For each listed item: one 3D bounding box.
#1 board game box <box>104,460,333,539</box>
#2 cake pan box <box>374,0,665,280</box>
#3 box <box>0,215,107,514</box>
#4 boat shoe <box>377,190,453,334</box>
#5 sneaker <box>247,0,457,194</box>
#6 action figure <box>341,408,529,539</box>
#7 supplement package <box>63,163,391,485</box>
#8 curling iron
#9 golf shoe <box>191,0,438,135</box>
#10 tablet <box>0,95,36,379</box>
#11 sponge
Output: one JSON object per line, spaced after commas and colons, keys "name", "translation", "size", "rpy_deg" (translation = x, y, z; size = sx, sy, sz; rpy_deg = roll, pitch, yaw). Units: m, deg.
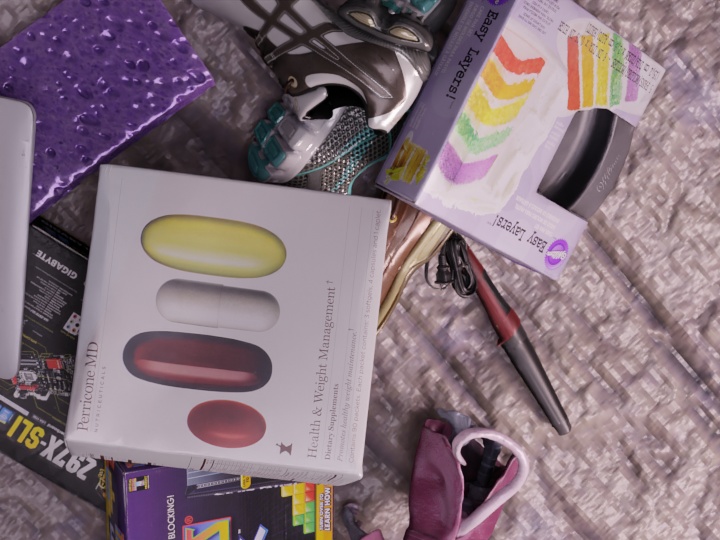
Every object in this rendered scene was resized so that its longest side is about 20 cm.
{"name": "board game box", "translation": [-0.104, 0.213, 1.634], "size": [0.164, 0.057, 0.201], "rpy_deg": [-10, 115, -22]}
{"name": "cake pan box", "translation": [0.120, -0.105, 1.581], "size": [0.200, 0.052, 0.185], "rpy_deg": [27, 92, -48]}
{"name": "box", "translation": [-0.205, 0.075, 1.615], "size": [0.199, 0.049, 0.160], "rpy_deg": [32, 99, -17]}
{"name": "boat shoe", "translation": [0.000, 0.000, 1.628], "size": [0.067, 0.072, 0.200], "rpy_deg": [36, 88, -12]}
{"name": "sneaker", "translation": [0.008, -0.129, 1.603], "size": [0.200, 0.078, 0.091], "rpy_deg": [-48, 124, 6]}
{"name": "action figure", "translation": [0.065, 0.215, 1.659], "size": [0.133, 0.149, 0.201], "rpy_deg": [25, 84, -22]}
{"name": "supplement package", "translation": [-0.093, 0.041, 1.503], "size": [0.199, 0.147, 0.193], "rpy_deg": [7, 81, -5]}
{"name": "curling iron", "translation": [0.108, 0.051, 1.678], "size": [0.050, 0.025, 0.200], "rpy_deg": [-51, 120, -32]}
{"name": "golf shoe", "translation": [-0.047, -0.158, 1.529], "size": [0.199, 0.078, 0.095], "rpy_deg": [20, 86, 23]}
{"name": "tablet", "translation": [-0.289, -0.031, 1.537], "size": [0.129, 0.014, 0.201], "rpy_deg": [14, 107, 24]}
{"name": "sponge", "translation": [-0.213, -0.121, 1.553], "size": [0.200, 0.030, 0.112], "rpy_deg": [-36, 84, 0]}
